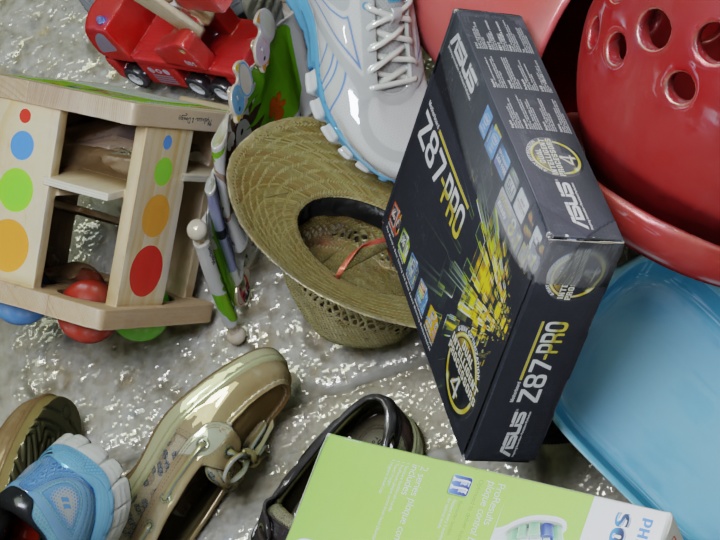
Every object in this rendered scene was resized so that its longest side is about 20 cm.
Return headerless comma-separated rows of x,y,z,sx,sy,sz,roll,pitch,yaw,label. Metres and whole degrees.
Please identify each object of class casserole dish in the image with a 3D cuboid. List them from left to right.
0.184,0.081,1.135,0.200,0.039,0.121,44,85,-1,casserole dish

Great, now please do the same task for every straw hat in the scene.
0.000,0.000,1.263,0.201,0.085,0.201,15,39,-12,straw hat

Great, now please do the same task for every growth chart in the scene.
-0.067,-0.071,1.306,0.018,0.145,0.200,10,63,18,growth chart

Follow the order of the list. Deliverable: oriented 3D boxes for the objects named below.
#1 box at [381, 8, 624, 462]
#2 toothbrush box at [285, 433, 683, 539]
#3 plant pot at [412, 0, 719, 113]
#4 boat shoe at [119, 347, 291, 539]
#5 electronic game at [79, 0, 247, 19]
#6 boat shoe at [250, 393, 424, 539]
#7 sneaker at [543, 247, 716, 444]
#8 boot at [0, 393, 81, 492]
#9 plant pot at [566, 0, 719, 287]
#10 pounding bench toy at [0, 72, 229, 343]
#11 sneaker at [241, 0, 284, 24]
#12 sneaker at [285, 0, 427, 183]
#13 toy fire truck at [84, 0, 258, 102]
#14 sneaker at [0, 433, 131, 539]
0.073,-0.021,1.119,0.049,0.161,0.200,4,41,-20,box
0.076,0.173,1.104,0.200,0.146,0.086,11,65,27,toothbrush box
0.126,-0.165,1.268,0.200,0.201,0.177,-43,47,-7,plant pot
-0.104,0.135,1.245,0.063,0.073,0.200,41,92,27,boat shoe
-0.125,-0.255,1.494,0.200,0.042,0.200,-8,66,18,electronic game
-0.035,0.157,1.203,0.073,0.065,0.200,21,71,27,boat shoe
0.157,0.022,1.216,0.200,0.075,0.116,-22,50,-5,sneaker
-0.295,0.142,1.311,0.200,0.066,0.175,10,65,27,boot
0.209,-0.096,1.111,0.200,0.200,0.183,37,115,33,plant pot
-0.149,-0.037,1.335,0.124,0.200,0.156,14,98,29,pounding bench toy
-0.006,-0.242,1.431,0.200,0.073,0.114,-28,51,-9,sneaker
0.005,-0.152,1.261,0.075,0.087,0.200,-17,81,-33,sneaker
-0.124,-0.173,1.345,0.200,0.141,0.049,14,66,42,toy fire truck
-0.199,0.191,1.185,0.078,0.090,0.200,25,116,27,sneaker
